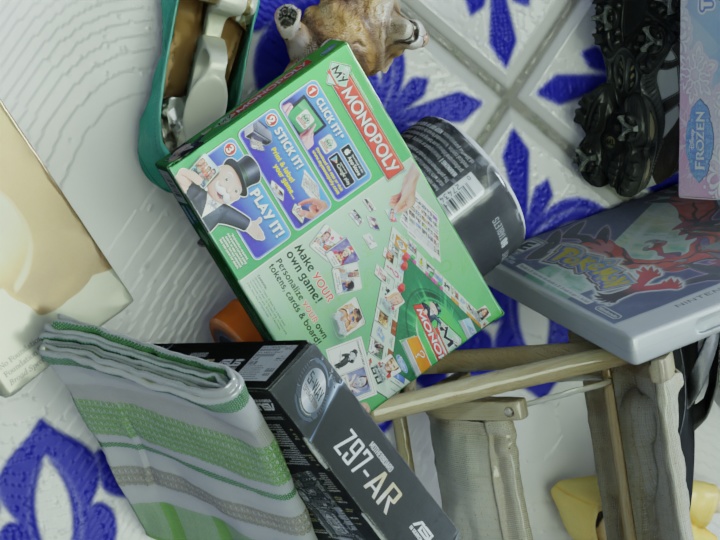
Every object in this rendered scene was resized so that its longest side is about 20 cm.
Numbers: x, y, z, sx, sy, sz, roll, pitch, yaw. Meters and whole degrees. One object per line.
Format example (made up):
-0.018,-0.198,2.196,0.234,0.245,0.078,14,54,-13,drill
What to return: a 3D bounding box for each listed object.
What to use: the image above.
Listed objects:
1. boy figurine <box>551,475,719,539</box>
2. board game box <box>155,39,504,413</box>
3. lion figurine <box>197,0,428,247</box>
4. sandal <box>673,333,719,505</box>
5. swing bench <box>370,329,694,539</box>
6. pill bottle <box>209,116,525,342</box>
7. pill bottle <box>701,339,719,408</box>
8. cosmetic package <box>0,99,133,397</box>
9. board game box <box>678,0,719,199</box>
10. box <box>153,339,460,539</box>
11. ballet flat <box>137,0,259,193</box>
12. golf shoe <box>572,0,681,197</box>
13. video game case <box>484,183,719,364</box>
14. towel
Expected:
0.215,0.196,1.799,0.200,0.064,0.125,41,83,-25,boy figurine
-0.016,-0.018,1.571,0.134,0.029,0.201,-35,109,-14,board game box
-0.037,-0.095,1.636,0.072,0.122,0.201,32,90,13,lion figurine
0.224,0.073,1.760,0.076,0.043,0.202,44,48,-63,sandal
0.117,0.150,1.674,0.198,0.130,0.201,-8,101,4,swing bench
0.000,0.000,1.656,0.200,0.106,0.107,-38,110,-15,pill bottle
0.345,0.051,1.811,0.199,0.113,0.114,-1,97,-24,pill bottle
-0.236,-0.036,1.564,0.105,0.071,0.201,-39,110,-15,cosmetic package
0.292,-0.148,1.704,0.198,0.043,0.202,-3,95,-37,board game box
-0.049,0.116,1.593,0.044,0.199,0.161,-47,111,-25,box
-0.091,-0.145,1.617,0.067,0.070,0.202,9,92,-26,ballet flat
0.202,-0.149,1.739,0.094,0.078,0.201,-10,124,-41,golf shoe
0.200,-0.004,1.692,0.181,0.200,0.023,-20,112,-21,video game case
-0.104,0.115,1.563,0.031,0.148,0.201,-54,143,-29,towel
